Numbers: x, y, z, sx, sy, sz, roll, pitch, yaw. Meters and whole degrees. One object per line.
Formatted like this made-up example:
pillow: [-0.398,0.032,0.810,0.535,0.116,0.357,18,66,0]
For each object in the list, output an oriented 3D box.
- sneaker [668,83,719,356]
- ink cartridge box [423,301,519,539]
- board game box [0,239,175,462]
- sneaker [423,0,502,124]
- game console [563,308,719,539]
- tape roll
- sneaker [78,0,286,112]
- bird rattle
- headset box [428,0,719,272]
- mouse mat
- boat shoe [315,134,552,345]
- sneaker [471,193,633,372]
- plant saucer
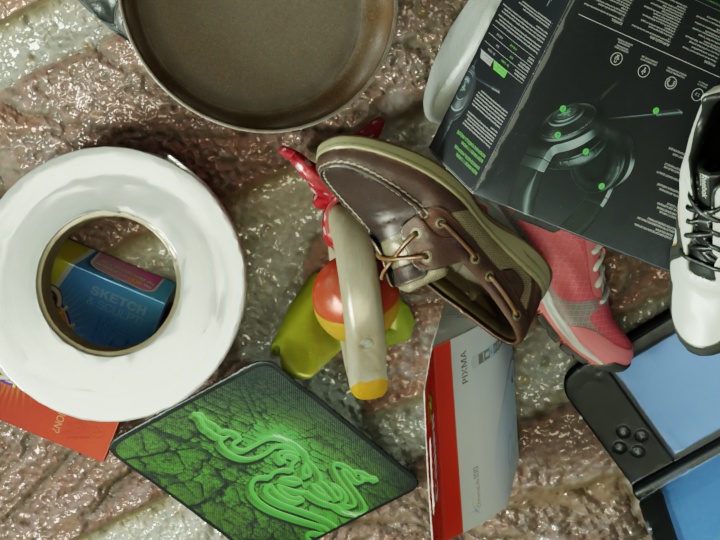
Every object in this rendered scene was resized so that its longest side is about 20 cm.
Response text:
sneaker: [0.233,-0.038,1.580,0.074,0.080,0.201,16,107,30]
ink cartridge box: [0.081,0.112,1.729,0.047,0.200,0.161,0,113,9]
board game box: [-0.261,0.041,1.835,0.200,0.040,0.153,22,114,-2]
sneaker: [0.122,-0.173,1.676,0.088,0.075,0.200,28,113,-17]
game console: [0.271,0.117,1.750,0.200,0.116,0.176,-32,106,19]
tape roll: [-0.182,0.008,1.753,0.202,0.071,0.203,0,91,-1]
sneaker: [-0.124,-0.166,1.698,0.200,0.095,0.079,32,117,-5]
bird rattle: [0.000,0.000,1.724,0.112,0.163,0.200,-1,124,-11]
headset box: [0.168,-0.114,1.628,0.174,0.093,0.200,19,104,-26]
mouse mat: [-0.072,0.149,1.822,0.161,0.008,0.200,-29,132,24]
boat shoe: [0.046,-0.017,1.644,0.200,0.072,0.072,38,146,-24]
sneaker: [0.151,-0.015,1.732,0.087,0.074,0.200,-34,101,15]
plant saucer: [-0.073,-0.191,1.662,0.200,0.032,0.201,3,80,-15]
